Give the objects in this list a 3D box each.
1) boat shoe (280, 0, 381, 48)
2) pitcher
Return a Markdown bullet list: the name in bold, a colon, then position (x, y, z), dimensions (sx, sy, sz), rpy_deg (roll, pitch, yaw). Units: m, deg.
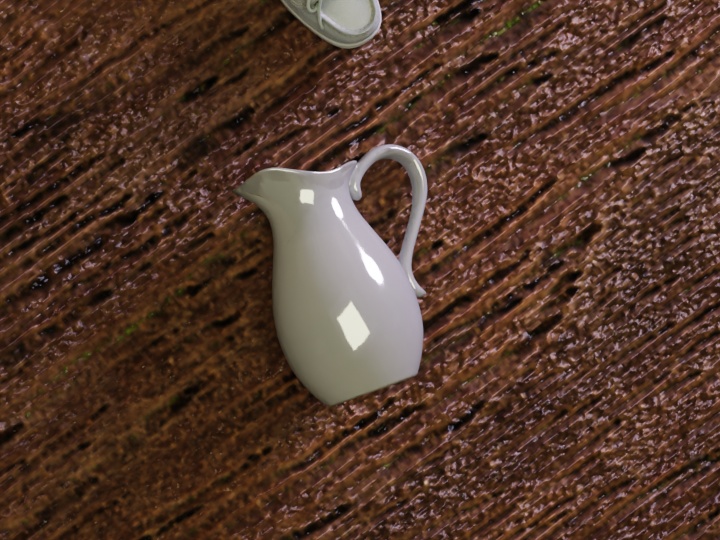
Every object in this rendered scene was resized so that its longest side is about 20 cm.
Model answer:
- **boat shoe**: position (-0.051, -0.275, 1.681), dimensions (0.074, 0.065, 0.202), rpy_deg (-32, 98, -3)
- **pitcher**: position (0.000, 0.000, 1.694), dimensions (0.171, 0.121, 0.201), rpy_deg (-17, 86, -21)
